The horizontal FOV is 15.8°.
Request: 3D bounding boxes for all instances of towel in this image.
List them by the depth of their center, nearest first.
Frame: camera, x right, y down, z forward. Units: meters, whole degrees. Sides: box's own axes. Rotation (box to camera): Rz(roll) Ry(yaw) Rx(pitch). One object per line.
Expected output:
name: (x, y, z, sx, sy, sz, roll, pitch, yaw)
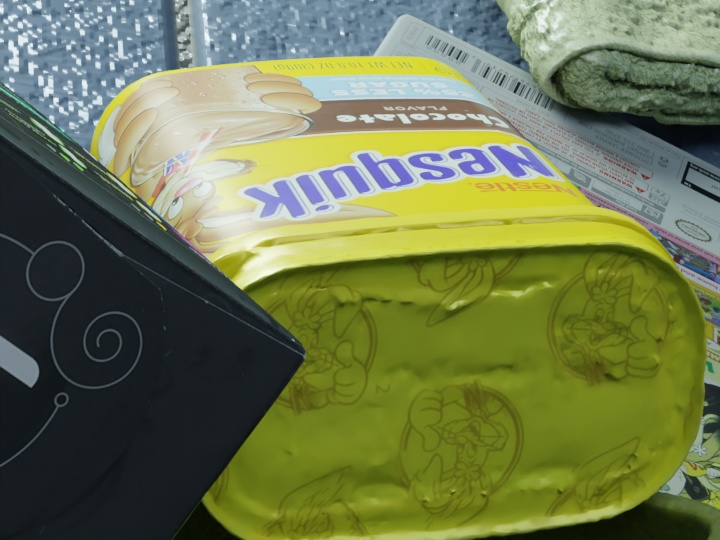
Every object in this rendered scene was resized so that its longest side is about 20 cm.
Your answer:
towel: (0.136, -0.121, 1.133, 0.199, 0.037, 0.149, 2, 45, -32)

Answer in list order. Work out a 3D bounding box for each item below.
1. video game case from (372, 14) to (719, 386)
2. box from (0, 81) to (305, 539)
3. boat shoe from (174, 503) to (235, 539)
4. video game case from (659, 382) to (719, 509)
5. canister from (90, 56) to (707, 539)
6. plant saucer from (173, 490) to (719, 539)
video game case: (0.080, -0.018, 1.005, 0.199, 0.022, 0.182, 27, 29, 2)
box: (-0.134, 0.015, 0.671, 0.124, 0.149, 0.200, 36, 1, -33)
boat shoe: (-0.031, 0.055, 0.885, 0.199, 0.059, 0.072, -14, 88, -32)
video game case: (0.120, 0.124, 0.831, 0.180, 0.036, 0.201, 18, 45, -9)
canister: (0.000, 0.000, 0.785, 0.147, 0.087, 0.200, -5, 21, -14)
plant saucer: (-0.014, 0.138, 0.744, 0.199, 0.048, 0.200, 10, 51, 38)
